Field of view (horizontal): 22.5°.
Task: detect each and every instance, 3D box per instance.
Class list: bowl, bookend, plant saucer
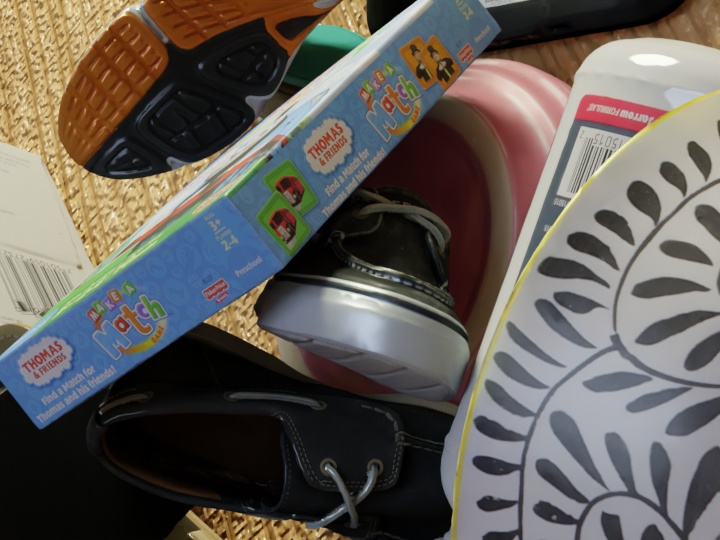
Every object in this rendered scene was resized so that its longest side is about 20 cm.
[{"bbox_3d":[0.128,0.057,0.478,0.094,0.200,0.203,19,91,48],"label":"bowl"},{"bbox_3d":[-0.182,0.118,0.777,0.199,0.199,0.093,-29,99,31],"label":"bookend"},{"bbox_3d":[0.028,0.001,0.789,0.200,0.051,0.202,-22,60,43],"label":"plant saucer"}]

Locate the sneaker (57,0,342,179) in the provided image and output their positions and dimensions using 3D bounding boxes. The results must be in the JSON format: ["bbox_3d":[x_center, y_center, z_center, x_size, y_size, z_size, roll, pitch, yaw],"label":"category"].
[{"bbox_3d":[-0.056,-0.116,0.829,0.200,0.076,0.092,-41,10,-5],"label":"sneaker"}]

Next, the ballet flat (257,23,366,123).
[{"bbox_3d":[-0.041,-0.099,0.905,0.200,0.067,0.064,40,141,51],"label":"ballet flat"}]

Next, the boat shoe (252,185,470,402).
[{"bbox_3d":[0.000,0.000,0.685,0.071,0.072,0.200,-65,15,-2],"label":"boat shoe"}]

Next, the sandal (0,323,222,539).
[{"bbox_3d":[-0.106,0.110,0.896,0.212,0.069,0.078,46,115,22],"label":"sandal"}]

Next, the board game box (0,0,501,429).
[{"bbox_3d":[-0.041,-0.031,0.717,0.151,0.037,0.200,-33,10,39],"label":"board game box"}]

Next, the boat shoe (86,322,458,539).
[{"bbox_3d":[-0.012,0.083,0.721,0.068,0.198,0.072,-56,-18,-62],"label":"boat shoe"}]

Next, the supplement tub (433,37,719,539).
[{"bbox_3d":[0.110,0.036,0.611,0.140,0.140,0.202,22,93,50],"label":"supplement tub"}]

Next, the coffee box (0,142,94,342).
[{"bbox_3d":[-0.277,0.043,1.007,0.198,0.199,0.201,-53,44,21],"label":"coffee box"}]

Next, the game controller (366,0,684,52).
[{"bbox_3d":[0.074,-0.153,0.812,0.199,0.042,0.106,-2,89,49],"label":"game controller"}]
